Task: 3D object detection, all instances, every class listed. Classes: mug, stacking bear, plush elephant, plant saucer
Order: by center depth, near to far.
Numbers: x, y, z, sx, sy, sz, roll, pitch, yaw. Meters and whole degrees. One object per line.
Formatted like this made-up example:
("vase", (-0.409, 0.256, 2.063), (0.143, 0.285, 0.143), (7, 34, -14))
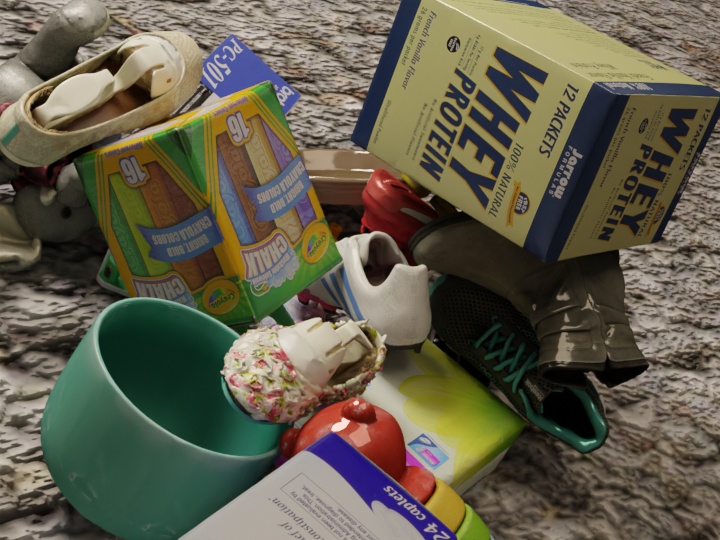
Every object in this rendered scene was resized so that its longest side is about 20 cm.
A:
("stacking bear", (0.027, 0.174, 0.844), (0.200, 0.121, 0.114), (57, 33, -7))
("mug", (-0.126, 0.112, 0.890), (0.185, 0.115, 0.152), (13, 33, -42))
("plush elephant", (-0.259, -0.089, 1.056), (0.155, 0.200, 0.165), (49, 48, -6))
("plant saucer", (-0.015, -0.092, 1.265), (0.199, 0.030, 0.200), (2, 14, 0))

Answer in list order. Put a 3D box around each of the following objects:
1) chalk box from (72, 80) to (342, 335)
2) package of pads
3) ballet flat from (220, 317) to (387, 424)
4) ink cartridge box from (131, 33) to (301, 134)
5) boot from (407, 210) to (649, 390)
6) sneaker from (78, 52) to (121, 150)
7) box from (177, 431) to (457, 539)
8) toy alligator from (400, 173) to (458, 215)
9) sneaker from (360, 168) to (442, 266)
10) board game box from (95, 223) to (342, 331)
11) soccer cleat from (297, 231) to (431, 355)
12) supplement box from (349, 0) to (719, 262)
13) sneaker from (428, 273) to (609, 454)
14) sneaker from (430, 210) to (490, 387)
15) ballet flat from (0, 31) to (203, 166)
("chalk box", (-0.109, -0.024, 1.011), (0.124, 0.124, 0.201), (-36, 108, -50))
("package of pads", (0.020, 0.123, 1.030), (0.154, 0.068, 0.200), (40, 32, 18))
("ballet flat", (-0.033, 0.058, 0.891), (0.076, 0.064, 0.200), (52, 14, 9))
("ink cartridge box", (-0.137, -0.135, 1.205), (0.094, 0.044, 0.200), (41, 40, -8))
("boot", (0.139, 0.025, 1.031), (0.199, 0.068, 0.131), (7, 58, -24))
("sneaker", (-0.248, -0.164, 1.213), (0.074, 0.088, 0.200), (8, 38, -28))
("box", (-0.068, 0.217, 0.730), (0.105, 0.184, 0.200), (39, 34, 15))
("toy alligator", (0.094, -0.075, 1.196), (0.200, 0.059, 0.054), (39, 11, -34))
("sneaker", (0.024, -0.013, 1.155), (0.078, 0.116, 0.200), (41, 3, 23))
("board game box", (-0.117, -0.017, 1.164), (0.199, 0.026, 0.200), (22, 33, -9))
("soccer cleat", (0.000, 0.000, 1.072), (0.070, 0.087, 0.200), (-6, 21, -30))
("supplement box", (0.142, -0.119, 1.025), (0.200, 0.135, 0.200), (34, 25, 30))
("sneaker", (0.136, 0.076, 1.067), (0.200, 0.078, 0.091), (40, 7, -12))
("sneaker", (0.104, 0.010, 1.141), (0.074, 0.201, 0.079), (17, 12, 2))
("ballet flat", (-0.184, -0.137, 0.982), (0.068, 0.062, 0.200), (51, 53, -1))
